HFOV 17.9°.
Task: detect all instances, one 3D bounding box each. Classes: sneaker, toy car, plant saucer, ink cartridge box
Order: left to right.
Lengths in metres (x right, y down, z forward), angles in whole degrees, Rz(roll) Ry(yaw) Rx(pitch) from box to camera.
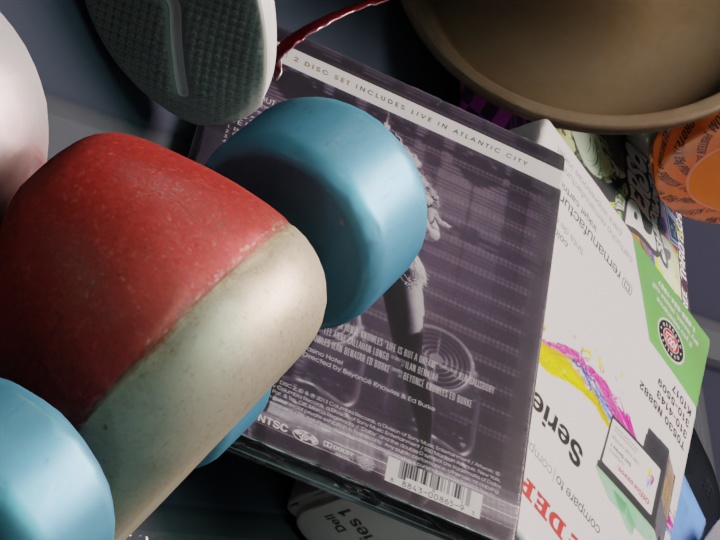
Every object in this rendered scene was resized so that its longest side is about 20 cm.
[{"bbox_3d":[-0.121,-0.007,0.613,0.200,0.177,0.184,46,45,1],"label":"toy car"},{"bbox_3d":[-0.072,-0.152,0.823,0.201,0.070,0.080,69,25,-13],"label":"sneaker"},{"bbox_3d":[0.064,0.061,0.947,0.145,0.084,0.200,51,38,-28],"label":"ink cartridge box"},{"bbox_3d":[0.113,-0.142,1.067,0.030,0.199,0.201,89,4,-59],"label":"plant saucer"}]

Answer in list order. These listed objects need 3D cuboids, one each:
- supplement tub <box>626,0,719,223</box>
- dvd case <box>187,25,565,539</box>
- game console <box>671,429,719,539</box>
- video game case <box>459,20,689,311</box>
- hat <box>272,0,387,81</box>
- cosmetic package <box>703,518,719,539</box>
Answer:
[{"bbox_3d":[0.183,-0.132,1.149,0.123,0.122,0.201,40,38,-49],"label":"supplement tub"},{"bbox_3d":[0.000,0.000,0.851,0.148,0.016,0.200,23,46,-12],"label":"dvd case"},{"bbox_3d":[0.123,0.097,1.127,0.177,0.031,0.200,68,28,-18],"label":"game console"},{"bbox_3d":[0.108,-0.079,1.150,0.181,0.036,0.201,43,37,-41],"label":"video game case"},{"bbox_3d":[0.050,-0.142,0.987,0.200,0.176,0.166,42,17,-53],"label":"hat"},{"bbox_3d":[0.235,0.241,1.088,0.166,0.167,0.201,-35,121,-61],"label":"cosmetic package"}]
